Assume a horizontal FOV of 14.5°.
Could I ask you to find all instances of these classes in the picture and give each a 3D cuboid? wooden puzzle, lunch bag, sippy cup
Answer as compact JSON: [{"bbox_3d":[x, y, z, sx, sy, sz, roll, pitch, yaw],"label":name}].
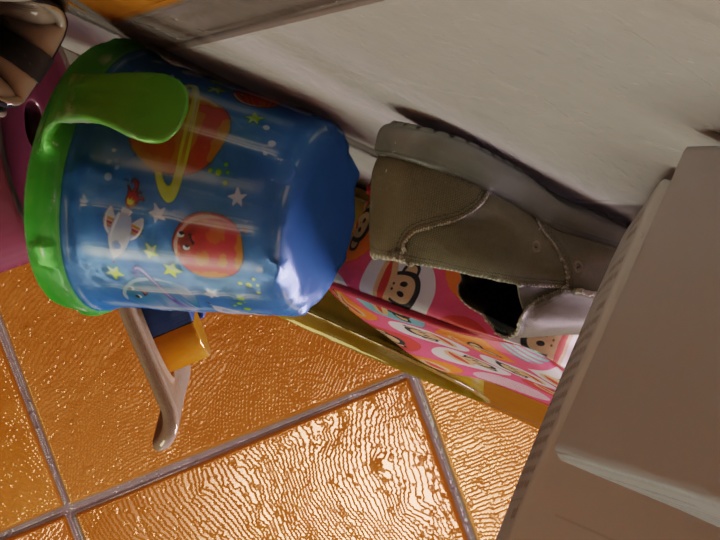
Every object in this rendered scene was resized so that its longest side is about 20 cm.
[{"bbox_3d":[-0.129,-0.007,1.685,0.046,0.201,0.185,-18,-172,1],"label":"wooden puzzle"},{"bbox_3d":[0.095,0.027,1.459,0.176,0.082,0.200,21,174,32],"label":"lunch bag"},{"bbox_3d":[-0.076,-0.036,1.390,0.130,0.140,0.178,12,-166,21],"label":"sippy cup"}]

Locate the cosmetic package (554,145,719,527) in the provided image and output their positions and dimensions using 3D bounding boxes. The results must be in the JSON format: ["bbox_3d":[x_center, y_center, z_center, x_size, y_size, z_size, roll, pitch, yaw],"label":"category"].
[{"bbox_3d":[0.196,0.051,0.893,0.200,0.123,0.199,23,176,-14],"label":"cosmetic package"}]

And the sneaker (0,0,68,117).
[{"bbox_3d":[-0.209,-0.120,1.337,0.146,0.077,0.202,26,175,1],"label":"sneaker"}]

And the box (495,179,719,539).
[{"bbox_3d":[0.171,0.087,1.148,0.199,0.172,0.200,23,176,4],"label":"box"}]

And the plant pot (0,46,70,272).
[{"bbox_3d":[-0.249,-0.063,1.491,0.178,0.201,0.200,-6,167,16],"label":"plant pot"}]

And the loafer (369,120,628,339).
[{"bbox_3d":[0.077,-0.001,1.284,0.200,0.070,0.075,26,175,-30],"label":"loafer"}]

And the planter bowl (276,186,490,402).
[{"bbox_3d":[0.000,0.000,1.656,0.200,0.084,0.200,23,176,2],"label":"planter bowl"}]
